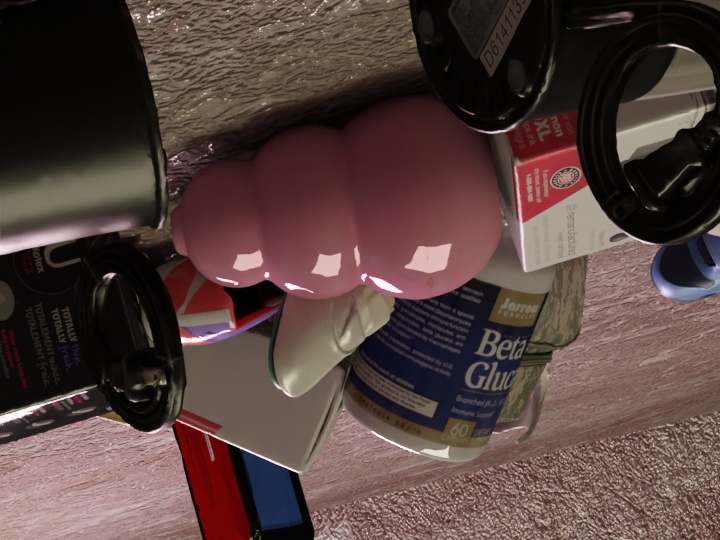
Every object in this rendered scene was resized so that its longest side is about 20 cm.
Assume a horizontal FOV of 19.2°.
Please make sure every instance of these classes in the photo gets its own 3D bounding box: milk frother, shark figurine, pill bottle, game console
[{"bbox_3d":[0.155,-0.107,0.974,0.187,0.201,0.180,-11,166,-29],"label":"milk frother"},{"bbox_3d":[0.134,0.049,1.947,0.128,0.215,0.089,-42,-141,-21],"label":"shark figurine"},{"bbox_3d":[0.070,0.021,1.475,0.110,0.201,0.111,19,-165,-5],"label":"pill bottle"},{"bbox_3d":[-0.091,0.134,1.769,0.118,0.201,0.172,-12,167,-22],"label":"game console"},{"bbox_3d":[-0.184,-0.010,0.978,0.187,0.201,0.181,-13,172,-13],"label":"milk frother"}]

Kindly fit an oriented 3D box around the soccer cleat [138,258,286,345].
[{"bbox_3d":[-0.061,0.000,1.391,0.073,0.069,0.200,1,-161,34],"label":"soccer cleat"}]

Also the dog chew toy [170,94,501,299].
[{"bbox_3d":[-0.016,-0.038,1.297,0.198,0.126,0.125,-8,168,0],"label":"dog chew toy"}]

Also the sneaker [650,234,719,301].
[{"bbox_3d":[0.351,-0.037,1.923,0.199,0.074,0.082,-27,164,13],"label":"sneaker"}]

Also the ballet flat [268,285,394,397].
[{"bbox_3d":[0.000,0.000,1.375,0.069,0.069,0.201,-26,-153,40],"label":"ballet flat"}]

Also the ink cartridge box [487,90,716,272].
[{"bbox_3d":[0.179,-0.091,1.282,0.199,0.084,0.145,-17,152,-1],"label":"ink cartridge box"}]

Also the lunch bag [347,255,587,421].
[{"bbox_3d":[0.088,0.017,1.634,0.169,0.139,0.200,-61,157,9],"label":"lunch bag"}]

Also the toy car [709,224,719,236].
[{"bbox_3d":[0.302,-0.065,1.595,0.198,0.186,0.177,11,174,12],"label":"toy car"}]

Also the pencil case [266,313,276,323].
[{"bbox_3d":[0.012,0.044,1.781,0.199,0.086,0.084,-14,166,-19],"label":"pencil case"}]

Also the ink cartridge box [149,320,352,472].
[{"bbox_3d":[-0.084,0.079,1.572,0.145,0.085,0.200,23,179,2],"label":"ink cartridge box"}]

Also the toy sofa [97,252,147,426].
[{"bbox_3d":[-0.197,0.043,1.523,0.082,0.098,0.200,14,168,2],"label":"toy sofa"}]

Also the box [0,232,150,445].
[{"bbox_3d":[-0.239,0.044,1.334,0.199,0.123,0.106,-16,168,-1],"label":"box"}]
